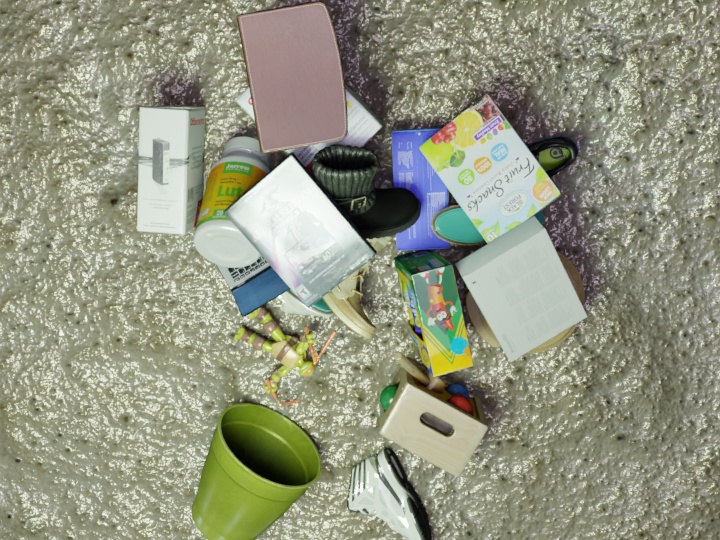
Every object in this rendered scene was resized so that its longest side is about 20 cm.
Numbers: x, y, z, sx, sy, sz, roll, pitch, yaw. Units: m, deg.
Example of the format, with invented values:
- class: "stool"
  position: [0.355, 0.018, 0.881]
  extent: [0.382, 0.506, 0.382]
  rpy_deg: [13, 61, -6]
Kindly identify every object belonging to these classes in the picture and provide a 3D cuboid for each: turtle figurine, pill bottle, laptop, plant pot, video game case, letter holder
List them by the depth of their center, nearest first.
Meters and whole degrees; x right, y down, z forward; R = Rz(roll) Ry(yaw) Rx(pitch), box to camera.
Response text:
- class: "letter holder"
  position: [-0.094, -0.289, 1.468]
  extent: [0.140, 0.101, 0.203]
  rpy_deg: [-9, 99, 3]
- class: "video game case"
  position: [-0.091, -0.058, 1.491]
  extent: [0.142, 0.019, 0.200]
  rpy_deg: [-37, 105, 17]
- class: "pill bottle"
  position: [-0.200, -0.117, 1.598]
  extent: [0.109, 0.202, 0.112]
  rpy_deg: [5, 145, 3]
- class: "laptop"
  position: [-0.154, -0.047, 1.609]
  extent: [0.186, 0.116, 0.201]
  rpy_deg: [-31, 79, -5]
- class: "turtle figurine"
  position: [-0.131, 0.129, 1.705]
  extent: [0.161, 0.064, 0.201]
  rpy_deg: [39, 124, 3]
- class: "plant pot"
  position: [-0.199, 0.371, 1.706]
  extent: [0.199, 0.201, 0.194]
  rpy_deg: [31, 112, -4]

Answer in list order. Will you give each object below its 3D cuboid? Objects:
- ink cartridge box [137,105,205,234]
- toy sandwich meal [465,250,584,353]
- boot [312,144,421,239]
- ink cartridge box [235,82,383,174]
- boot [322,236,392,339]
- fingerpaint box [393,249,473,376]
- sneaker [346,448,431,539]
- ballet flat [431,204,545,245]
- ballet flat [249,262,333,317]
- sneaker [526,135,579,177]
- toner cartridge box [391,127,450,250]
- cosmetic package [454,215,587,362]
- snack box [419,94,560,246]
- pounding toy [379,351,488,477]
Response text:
- class: "ink cartridge box"
  position: [-0.311, -0.171, 1.619]
  extent: [0.082, 0.144, 0.203]
  rpy_deg: [5, 100, 1]
- class: "toy sandwich meal"
  position: [0.285, 0.051, 1.684]
  extent: [0.202, 0.070, 0.208]
  rpy_deg: [0, 101, -2]
- class: "boot"
  position: [0.015, -0.129, 1.544]
  extent: [0.209, 0.080, 0.159]
  rpy_deg: [-16, 138, -27]
- class: "ink cartridge box"
  position: [-0.080, -0.258, 1.596]
  extent: [0.200, 0.145, 0.145]
  rpy_deg: [45, 99, -5]
- class: "boot"
  position: [0.000, 0.000, 1.654]
  extent: [0.155, 0.073, 0.201]
  rpy_deg: [-41, 65, 5]
- class: "fingerpaint box"
  position: [0.116, 0.065, 1.618]
  extent: [0.072, 0.200, 0.169]
  rpy_deg: [-14, 101, -4]
- class: "sneaker"
  position: [0.045, 0.431, 1.765]
  extent: [0.114, 0.076, 0.202]
  rpy_deg: [-26, 91, 15]
- class: "ballet flat"
  position: [0.211, -0.081, 1.652]
  extent: [0.197, 0.065, 0.072]
  rpy_deg: [-2, 97, -9]
- class: "ballet flat"
  position: [-0.137, 0.032, 1.699]
  extent: [0.199, 0.069, 0.070]
  rpy_deg: [33, 100, 0]
- class: "sneaker"
  position: [0.269, -0.175, 1.632]
  extent: [0.197, 0.083, 0.072]
  rpy_deg: [-19, 99, 5]
- class: "toner cartridge box"
  position: [0.102, -0.138, 1.664]
  extent: [0.093, 0.043, 0.203]
  rpy_deg: [-2, 101, 1]
- class: "cosmetic package"
  position: [0.261, 0.033, 1.584]
  extent: [0.150, 0.052, 0.201]
  rpy_deg: [-31, 122, 2]
- class: "snack box"
  position: [0.209, -0.161, 1.582]
  extent: [0.142, 0.053, 0.201]
  rpy_deg: [-37, 82, 11]
- class: "pounding toy"
  position: [0.113, 0.222, 1.658]
  extent: [0.198, 0.184, 0.143]
  rpy_deg: [29, 100, -4]
